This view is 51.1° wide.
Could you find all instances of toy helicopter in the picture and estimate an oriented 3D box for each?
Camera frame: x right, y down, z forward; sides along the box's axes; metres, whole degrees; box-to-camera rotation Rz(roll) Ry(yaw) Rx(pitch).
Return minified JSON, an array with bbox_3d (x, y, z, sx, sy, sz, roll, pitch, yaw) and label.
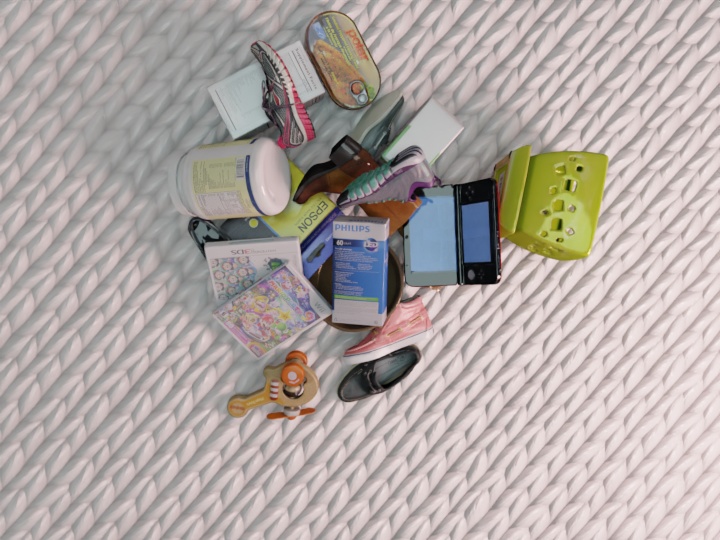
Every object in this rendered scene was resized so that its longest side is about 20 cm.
[{"bbox_3d":[-0.178,0.260,1.543,0.199,0.079,0.133,-22,106,8],"label":"toy helicopter"}]

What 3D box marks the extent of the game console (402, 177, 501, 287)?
[{"bbox_3d":[0.174,-0.070,1.448,0.118,0.172,0.202,-3,90,-28],"label":"game console"}]

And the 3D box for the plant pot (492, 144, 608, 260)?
[{"bbox_3d":[0.353,-0.136,1.481,0.180,0.199,0.202,13,88,-3],"label":"plant pot"}]

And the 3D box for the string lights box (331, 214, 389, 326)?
[{"bbox_3d":[0.000,0.000,1.439,0.102,0.059,0.202,4,106,10],"label":"string lights box"}]

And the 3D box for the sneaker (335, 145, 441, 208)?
[{"bbox_3d":[0.046,-0.140,1.345,0.199,0.075,0.088,-26,112,36],"label":"sneaker"}]

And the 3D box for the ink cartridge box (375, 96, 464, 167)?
[{"bbox_3d":[0.106,-0.240,1.450,0.087,0.200,0.146,41,91,-4],"label":"ink cartridge box"}]

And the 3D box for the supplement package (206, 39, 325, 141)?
[{"bbox_3d":[-0.180,-0.342,1.459,0.199,0.110,0.114,-27,97,-2],"label":"supplement package"}]

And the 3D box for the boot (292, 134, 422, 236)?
[{"bbox_3d":[-0.011,-0.139,1.452,0.200,0.069,0.188,41,116,-18],"label":"boot"}]

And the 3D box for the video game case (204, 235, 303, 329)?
[{"bbox_3d":[-0.200,0.028,1.482,0.180,0.024,0.201,-4,124,1],"label":"video game case"}]

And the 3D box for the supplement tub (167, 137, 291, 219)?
[{"bbox_3d":[-0.247,-0.171,1.427,0.198,0.145,0.146,-3,96,20],"label":"supplement tub"}]

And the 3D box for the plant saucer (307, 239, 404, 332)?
[{"bbox_3d":[-0.010,0.025,1.521,0.198,0.029,0.202,-1,82,9],"label":"plant saucer"}]

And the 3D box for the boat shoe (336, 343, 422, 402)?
[{"bbox_3d":[0.040,0.216,1.550,0.198,0.066,0.075,-25,98,-2],"label":"boat shoe"}]

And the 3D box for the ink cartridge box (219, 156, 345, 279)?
[{"bbox_3d":[-0.144,-0.088,1.506,0.200,0.047,0.198,43,89,3],"label":"ink cartridge box"}]

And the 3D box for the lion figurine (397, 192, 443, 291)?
[{"bbox_3d":[0.131,-0.064,1.541,0.122,0.072,0.200,-43,83,13],"label":"lion figurine"}]

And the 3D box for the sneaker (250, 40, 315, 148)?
[{"bbox_3d":[-0.152,-0.320,1.368,0.074,0.081,0.201,-25,97,-1],"label":"sneaker"}]

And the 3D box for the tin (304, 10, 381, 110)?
[{"bbox_3d":[-0.035,-0.417,1.503,0.111,0.042,0.201,-27,97,2],"label":"tin"}]

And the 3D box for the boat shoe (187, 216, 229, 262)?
[{"bbox_3d":[-0.272,-0.026,1.503,0.075,0.062,0.201,-33,97,-2],"label":"boat shoe"}]

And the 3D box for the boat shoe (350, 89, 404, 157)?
[{"bbox_3d":[0.027,-0.273,1.514,0.062,0.073,0.200,39,90,-31],"label":"boat shoe"}]

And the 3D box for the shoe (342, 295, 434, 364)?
[{"bbox_3d":[0.048,0.121,1.544,0.199,0.071,0.092,-19,95,-8],"label":"shoe"}]

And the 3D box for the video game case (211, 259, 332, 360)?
[{"bbox_3d":[-0.174,0.082,1.491,0.199,0.018,0.143,-33,116,18],"label":"video game case"}]
